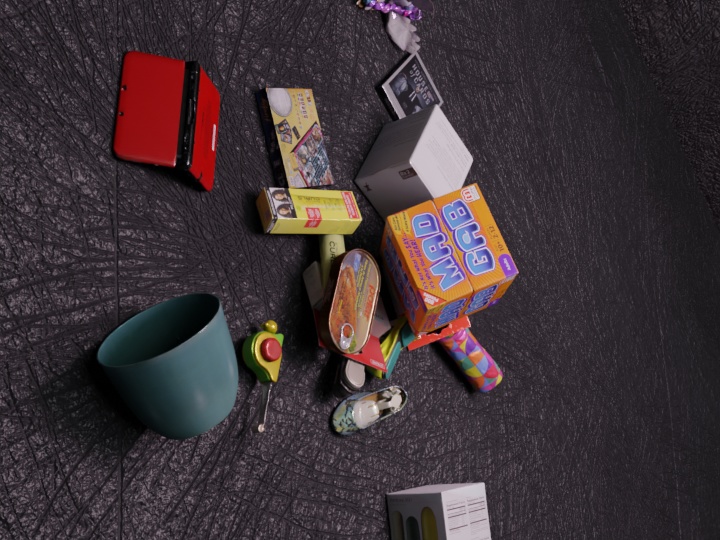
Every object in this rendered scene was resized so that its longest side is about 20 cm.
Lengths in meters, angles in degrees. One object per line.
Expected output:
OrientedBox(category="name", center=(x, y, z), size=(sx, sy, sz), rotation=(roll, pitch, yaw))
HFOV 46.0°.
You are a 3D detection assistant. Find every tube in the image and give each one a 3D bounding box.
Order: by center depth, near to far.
OrientedBox(category="tube", center=(-0.052, -0.029, 1.662), size=(0.057, 0.052, 0.203), rotation=(-2, 55, -7))

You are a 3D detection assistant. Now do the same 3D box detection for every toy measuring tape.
OrientedBox(category="toy measuring tape", center=(-0.181, 0.178, 1.485), size=(0.073, 0.073, 0.204), rotation=(32, 56, -38))

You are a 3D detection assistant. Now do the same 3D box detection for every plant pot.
OrientedBox(category="plant pot", center=(-0.277, 0.156, 1.295), size=(0.201, 0.198, 0.163), rotation=(-44, 123, -45))

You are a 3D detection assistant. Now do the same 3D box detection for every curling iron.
OrientedBox(category="curling iron", center=(0.000, 0.000, 1.722), size=(0.201, 0.049, 0.026), rotation=(-73, 155, -57))

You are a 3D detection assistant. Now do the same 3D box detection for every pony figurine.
OrientedBox(category="pony figurine", center=(0.095, -0.639, 2.002), size=(0.191, 0.167, 0.201), rotation=(32, 53, 1))

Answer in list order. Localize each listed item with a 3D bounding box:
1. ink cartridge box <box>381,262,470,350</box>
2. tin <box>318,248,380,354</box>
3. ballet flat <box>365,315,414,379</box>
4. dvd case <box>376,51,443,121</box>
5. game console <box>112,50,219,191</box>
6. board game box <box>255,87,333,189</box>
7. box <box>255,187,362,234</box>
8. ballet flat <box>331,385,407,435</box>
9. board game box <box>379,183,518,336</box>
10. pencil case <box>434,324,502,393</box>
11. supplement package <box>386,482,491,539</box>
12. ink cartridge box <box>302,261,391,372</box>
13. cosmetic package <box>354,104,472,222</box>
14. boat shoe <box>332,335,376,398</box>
OrientedBox(category="ink cartridge box", center=(0.149, 0.054, 1.852), size=(0.157, 0.047, 0.204), rotation=(-19, 93, -12))
OrientedBox(category="tin", center=(-0.020, 0.059, 1.600), size=(0.111, 0.041, 0.204), rotation=(29, 65, -35))
OrientedBox(category="ballet flat", center=(0.066, 0.145, 1.780), size=(0.201, 0.066, 0.068), rotation=(-53, 148, -40))
OrientedBox(category="dvd case", center=(0.122, -0.421, 2.041), size=(0.152, 0.024, 0.201), rotation=(58, 44, -21))
OrientedBox(category="game console", center=(-0.332, -0.257, 1.478), size=(0.173, 0.116, 0.204), rotation=(56, 34, -69))
OrientedBox(category="board game box", center=(-0.130, -0.262, 1.697), size=(0.134, 0.034, 0.204), rotation=(-11, 87, -50))
OrientedBox(category="box", center=(-0.098, -0.113, 1.627), size=(0.197, 0.050, 0.076), rotation=(1, 57, -33))
OrientedBox(category="ballet flat", center=(0.024, 0.273, 1.693), size=(0.198, 0.073, 0.076), rotation=(-20, 94, -49))
OrientedBox(category="board game box", center=(0.171, -0.017, 1.714), size=(0.197, 0.200, 0.203), rotation=(-21, 73, -11))
OrientedBox(category="pencil case", center=(0.250, 0.197, 1.966), size=(0.201, 0.087, 0.089), rotation=(52, 46, -28))
OrientedBox(category="supplement package", center=(0.162, 0.542, 1.707), size=(0.149, 0.150, 0.204), rotation=(5, 75, -47))
OrientedBox(category="ink cartridge box", center=(-0.017, 0.092, 1.666), size=(0.198, 0.045, 0.178), rotation=(27, 34, -41))
OrientedBox(category="cosmetic package", center=(0.121, -0.223, 1.874), size=(0.166, 0.163, 0.202), rotation=(49, 48, -27))
OrientedBox(category="boat shoe", center=(-0.017, 0.176, 1.679), size=(0.067, 0.057, 0.201), rotation=(42, 29, -13))
